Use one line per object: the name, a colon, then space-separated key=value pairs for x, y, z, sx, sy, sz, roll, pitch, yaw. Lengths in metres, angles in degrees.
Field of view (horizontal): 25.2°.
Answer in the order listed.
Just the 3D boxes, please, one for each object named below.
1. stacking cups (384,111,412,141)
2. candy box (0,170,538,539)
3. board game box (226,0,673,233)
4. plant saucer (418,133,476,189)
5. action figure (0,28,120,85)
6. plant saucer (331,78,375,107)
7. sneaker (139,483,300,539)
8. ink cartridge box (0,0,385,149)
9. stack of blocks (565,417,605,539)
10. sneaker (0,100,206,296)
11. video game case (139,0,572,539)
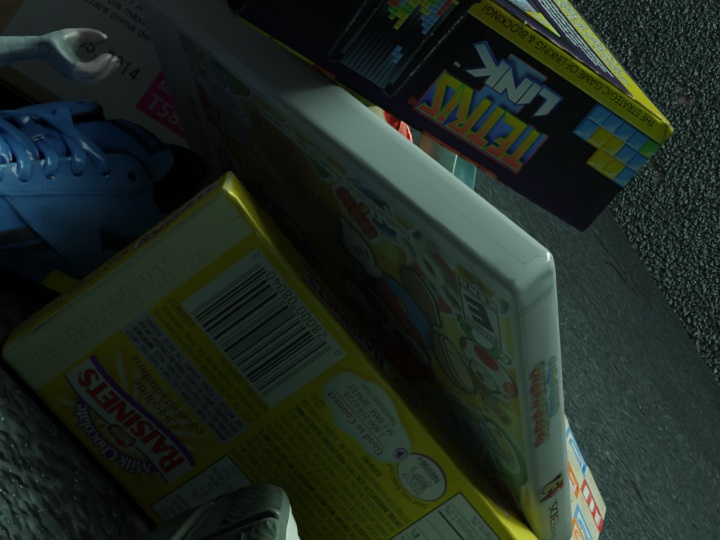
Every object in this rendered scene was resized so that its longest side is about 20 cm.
stacking cups: x=0.006 y=-0.049 z=0.948 sx=0.061 sy=0.060 sz=0.200 roll=58 pitch=-4 yaw=13
candy box: x=-0.023 y=0.071 z=0.572 sx=0.200 sy=0.102 sz=0.026 roll=51 pitch=17 yaw=-18
board game box: x=0.013 y=-0.118 z=0.621 sx=0.165 sy=0.057 sz=0.200 roll=30 pitch=21 yaw=-30
plant saucer: x=0.044 y=-0.016 z=0.963 sx=0.200 sy=0.027 sz=0.201 roll=10 pitch=90 yaw=-82
action figure: x=-0.174 y=-0.100 z=0.509 sx=0.134 sy=0.149 sz=0.200 roll=58 pitch=-8 yaw=19
plant saucer: x=-0.046 y=-0.152 z=0.738 sx=0.200 sy=0.048 sz=0.200 roll=37 pitch=20 yaw=-9
sneaker: x=-0.035 y=0.152 z=0.435 sx=0.116 sy=0.076 sz=0.201 roll=59 pitch=19 yaw=-20
ink cartridge box: x=-0.087 y=-0.110 z=0.756 sx=0.200 sy=0.075 sz=0.165 roll=33 pitch=20 yaw=-22
stack of blocks: x=0.081 y=0.115 z=0.883 sx=0.115 sy=0.058 sz=0.200 roll=66 pitch=13 yaw=-2
sneaker: x=-0.119 y=-0.038 z=0.561 sx=0.066 sy=0.078 sz=0.200 roll=60 pitch=15 yaw=16
video game case: x=0.000 y=0.000 z=0.599 sx=0.200 sy=0.023 sz=0.182 roll=40 pitch=-21 yaw=32
